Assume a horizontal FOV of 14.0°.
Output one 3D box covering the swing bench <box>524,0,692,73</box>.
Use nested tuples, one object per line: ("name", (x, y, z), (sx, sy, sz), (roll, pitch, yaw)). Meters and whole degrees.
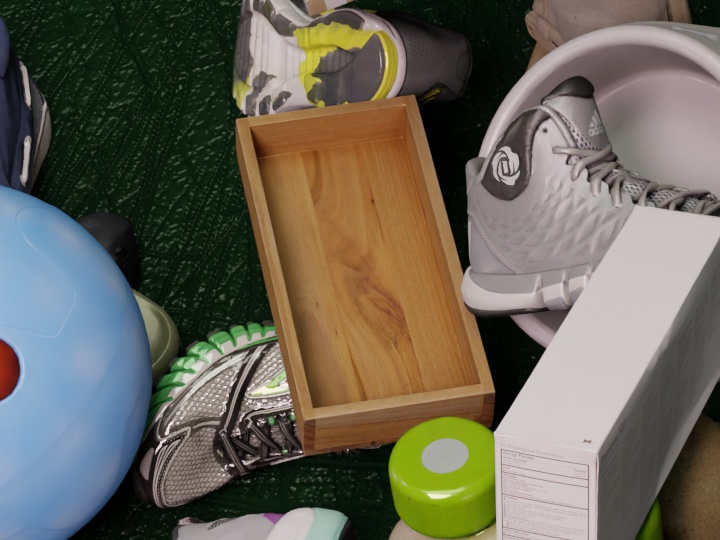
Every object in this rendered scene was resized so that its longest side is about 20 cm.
("swing bench", (0.118, -0.197, 1.632), (0.129, 0.199, 0.200), (-8, 50, 9))

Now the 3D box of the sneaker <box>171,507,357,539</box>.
("sneaker", (-0.085, 0.202, 1.448), (0.140, 0.078, 0.200), (0, 42, 18))

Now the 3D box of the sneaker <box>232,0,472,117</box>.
("sneaker", (-0.008, -0.116, 1.674), (0.084, 0.075, 0.200), (4, 8, -28))

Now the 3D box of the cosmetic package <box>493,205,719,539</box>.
("cosmetic package", (0.112, 0.055, 1.289), (0.051, 0.083, 0.200), (11, 33, 19))

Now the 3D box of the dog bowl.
("dog bowl", (0.146, -0.036, 1.512), (0.200, 0.059, 0.201), (-4, 83, 32))

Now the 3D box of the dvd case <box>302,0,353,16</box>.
("dvd case", (0.046, -0.220, 1.530), (0.200, 0.016, 0.149), (-21, 50, 1))

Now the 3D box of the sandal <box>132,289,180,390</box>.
("sandal", (-0.191, 0.004, 1.600), (0.201, 0.057, 0.080), (20, 67, 11))

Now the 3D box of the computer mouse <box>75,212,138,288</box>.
("computer mouse", (-0.169, 0.044, 1.625), (0.058, 0.034, 0.200), (1, 52, 16))

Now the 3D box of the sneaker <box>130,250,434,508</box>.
("sneaker", (-0.031, 0.066, 1.537), (0.200, 0.078, 0.085), (-31, 50, -11))

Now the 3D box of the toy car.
("toy car", (0.121, 0.109, 1.413), (0.158, 0.165, 0.200), (17, 48, 27))

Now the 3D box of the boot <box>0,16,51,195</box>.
("boot", (-0.228, -0.052, 1.683), (0.073, 0.090, 0.200), (-6, 50, 11))

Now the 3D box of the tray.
("tray", (0.000, 0.000, 1.529), (0.098, 0.037, 0.200), (-8, 54, -8))

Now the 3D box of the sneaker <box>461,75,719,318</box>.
("sneaker", (0.130, -0.041, 1.436), (0.200, 0.075, 0.116), (-6, 91, 32))

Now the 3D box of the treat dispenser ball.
("treat dispenser ball", (-0.205, 0.054, 1.477), (0.200, 0.201, 0.201), (-8, 50, 10))
